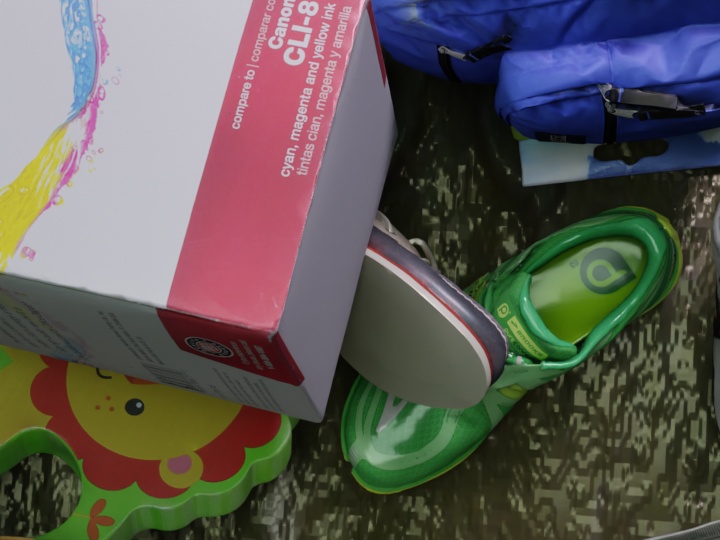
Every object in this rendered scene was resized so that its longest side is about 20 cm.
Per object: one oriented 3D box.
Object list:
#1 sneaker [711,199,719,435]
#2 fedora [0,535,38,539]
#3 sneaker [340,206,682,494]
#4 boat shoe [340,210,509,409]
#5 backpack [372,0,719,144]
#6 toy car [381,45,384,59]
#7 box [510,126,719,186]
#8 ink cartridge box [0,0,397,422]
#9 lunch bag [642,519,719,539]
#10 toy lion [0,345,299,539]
[{"bbox_3d":[0.186,0.005,0.752,0.074,0.080,0.201,23,121,39],"label":"sneaker"},{"bbox_3d":[-0.166,0.216,0.716,0.200,0.082,0.202,1,100,6],"label":"fedora"},{"bbox_3d":[0.068,0.031,0.799,0.200,0.084,0.074,-39,79,2],"label":"sneaker"},{"bbox_3d":[0.000,0.000,0.792,0.200,0.062,0.071,29,130,37],"label":"boat shoe"},{"bbox_3d":[0.092,-0.142,0.732,0.199,0.163,0.169,-1,85,8],"label":"backpack"},{"bbox_3d":[-0.087,-0.149,0.814,0.199,0.150,0.176,-14,80,6],"label":"toy car"},{"bbox_3d":[0.129,-0.150,0.835,0.121,0.048,0.201,-6,80,8],"label":"box"},{"bbox_3d":[-0.101,-0.040,0.684,0.199,0.145,0.145,12,75,9],"label":"ink cartridge box"},{"bbox_3d":[0.128,0.207,0.716,0.199,0.164,0.118,-24,35,4],"label":"lunch bag"},{"bbox_3d":[-0.131,0.071,0.807,0.191,0.069,0.200,20,58,9],"label":"toy lion"}]
